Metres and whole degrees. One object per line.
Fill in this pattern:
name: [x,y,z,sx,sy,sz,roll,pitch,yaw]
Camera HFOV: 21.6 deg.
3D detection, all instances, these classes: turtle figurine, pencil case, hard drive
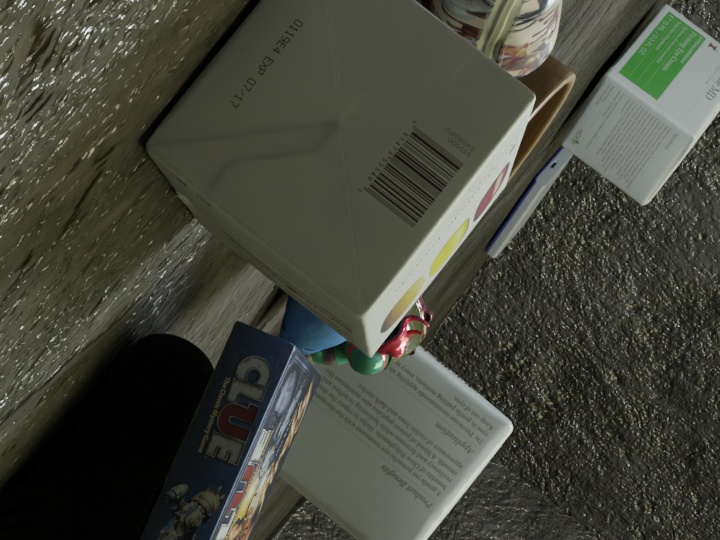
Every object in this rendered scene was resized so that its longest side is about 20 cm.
turtle figurine: [0.009,0.032,1.542,0.150,0.101,0.200,-52,-177,32]
pencil case: [0.072,-0.153,0.920,0.200,0.078,0.090,106,2,-76]
hard drive: [0.298,-0.121,3.330,0.132,0.025,0.200,-47,172,-45]

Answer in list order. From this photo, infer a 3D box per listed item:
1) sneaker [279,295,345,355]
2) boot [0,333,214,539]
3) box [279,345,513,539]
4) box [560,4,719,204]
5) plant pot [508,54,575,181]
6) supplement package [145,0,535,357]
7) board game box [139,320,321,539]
sneaker: [0.000,0.000,1.423,0.078,0.066,0.200,-48,177,40]
boot: [-0.142,0.139,1.018,0.200,0.076,0.168,-57,173,-20]
box: [0.015,0.148,1.760,0.171,0.199,0.200,-52,175,-2]
box: [0.454,-0.255,2.918,0.199,0.171,0.200,-49,174,-34]
plant pot: [0.031,-0.061,1.107,0.201,0.093,0.201,-52,174,-8]
supplement package: [-0.005,-0.045,0.813,0.114,0.109,0.200,-51,175,-4]
board game box: [-0.081,0.132,0.987,0.136,0.035,0.201,62,51,-80]
